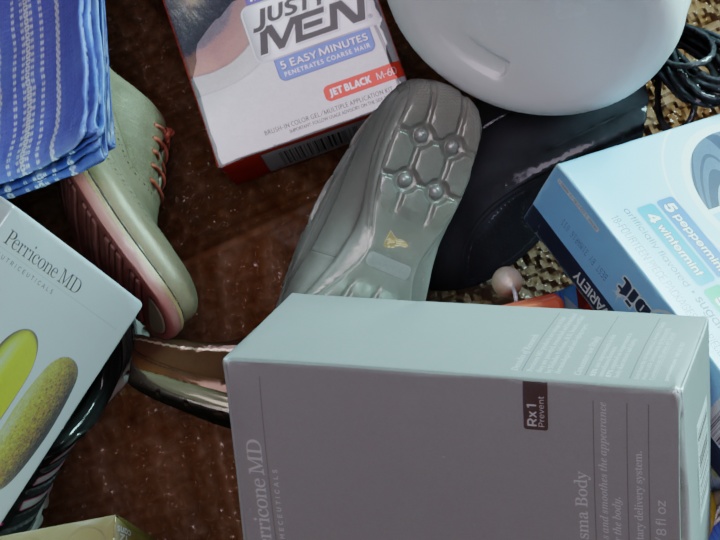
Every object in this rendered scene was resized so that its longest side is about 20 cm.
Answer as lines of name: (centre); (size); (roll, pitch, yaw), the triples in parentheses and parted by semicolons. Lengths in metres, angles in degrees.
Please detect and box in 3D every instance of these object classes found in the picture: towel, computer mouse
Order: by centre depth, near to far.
computer mouse: (0.089, -0.075, 0.856); (0.200, 0.139, 0.053); (-44, 126, 6)
towel: (-0.211, -0.097, 0.858); (0.200, 0.024, 0.145); (-17, 67, 27)

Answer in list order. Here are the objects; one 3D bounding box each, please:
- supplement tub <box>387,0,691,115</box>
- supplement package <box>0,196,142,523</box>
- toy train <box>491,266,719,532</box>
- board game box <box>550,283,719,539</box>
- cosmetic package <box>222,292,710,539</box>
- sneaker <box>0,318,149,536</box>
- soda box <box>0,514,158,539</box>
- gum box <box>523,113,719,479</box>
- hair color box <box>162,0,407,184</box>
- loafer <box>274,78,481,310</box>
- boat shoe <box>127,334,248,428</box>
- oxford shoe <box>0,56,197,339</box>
supplement tub: (0.106, -0.189, 0.812); (0.144, 0.145, 0.200); (21, 50, 4)
supplement package: (-0.216, 0.057, 0.761); (0.109, 0.114, 0.200); (26, 80, 34)
toy train: (0.149, 0.059, 0.775); (0.199, 0.056, 0.151); (-7, 78, -18)
board game box: (0.159, 0.092, 0.829); (0.195, 0.056, 0.200); (-23, 83, -20)
cosmetic package: (0.048, 0.075, 0.712); (0.199, 0.090, 0.107); (0, 110, 19)
sneaker: (-0.184, 0.087, 0.859); (0.074, 0.087, 0.200); (35, 87, 5)
soda box: (-0.186, 0.173, 0.795); (0.199, 0.064, 0.068); (-13, 59, 22)
gum box: (0.205, 0.001, 0.785); (0.200, 0.045, 0.170); (-17, 61, -34)
hair color box: (-0.053, -0.161, 0.892); (0.111, 0.064, 0.201); (-20, 82, 1)
loafer: (0.000, 0.000, 0.817); (0.070, 0.070, 0.200); (27, 88, -17)
boat shoe: (-0.020, 0.053, 0.869); (0.199, 0.076, 0.074); (11, 79, -5)
oxford shoe: (-0.126, -0.056, 0.864); (0.075, 0.071, 0.200); (-23, 67, -21)
